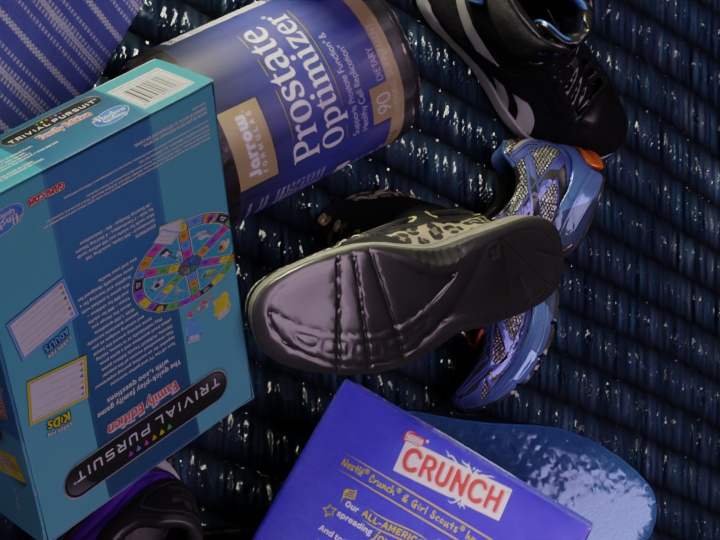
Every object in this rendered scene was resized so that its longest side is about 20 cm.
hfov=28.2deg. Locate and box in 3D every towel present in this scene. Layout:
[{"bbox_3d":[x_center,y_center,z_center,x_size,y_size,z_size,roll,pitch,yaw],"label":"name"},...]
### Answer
[{"bbox_3d":[-0.177,-0.136,0.782,0.201,0.024,0.145,-61,160,-10],"label":"towel"}]

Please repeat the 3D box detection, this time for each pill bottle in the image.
[{"bbox_3d":[-0.073,-0.090,0.837,0.199,0.112,0.112,-29,109,-24],"label":"pill bottle"}]

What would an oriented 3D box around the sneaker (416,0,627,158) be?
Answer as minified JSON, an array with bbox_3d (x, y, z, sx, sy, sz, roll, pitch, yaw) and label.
[{"bbox_3d":[0.130,-0.136,0.947,0.200,0.112,0.073,38,78,-27],"label":"sneaker"}]

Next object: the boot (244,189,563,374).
[{"bbox_3d":[0.001,0.001,0.865,0.203,0.154,0.074,-14,107,-27],"label":"boot"}]

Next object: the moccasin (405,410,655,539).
[{"bbox_3d":[0.092,0.128,0.931,0.199,0.068,0.081,20,77,1],"label":"moccasin"}]

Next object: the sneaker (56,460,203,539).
[{"bbox_3d":[-0.149,0.195,0.760,0.069,0.099,0.201,35,83,-30],"label":"sneaker"}]

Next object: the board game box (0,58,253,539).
[{"bbox_3d":[-0.132,0.016,0.726,0.151,0.047,0.201,-34,134,-37],"label":"board game box"}]

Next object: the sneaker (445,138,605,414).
[{"bbox_3d":[0.095,0.000,0.975,0.078,0.075,0.201,22,81,-14],"label":"sneaker"}]

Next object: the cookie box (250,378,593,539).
[{"bbox_3d":[0.013,0.193,0.834,0.171,0.075,0.201,31,80,3],"label":"cookie box"}]

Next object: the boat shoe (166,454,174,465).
[{"bbox_3d":[-0.134,0.088,0.844,0.074,0.073,0.201,0,96,-30],"label":"boat shoe"}]

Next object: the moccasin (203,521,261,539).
[{"bbox_3d":[-0.037,0.174,0.907,0.199,0.080,0.069,-10,96,-29],"label":"moccasin"}]
